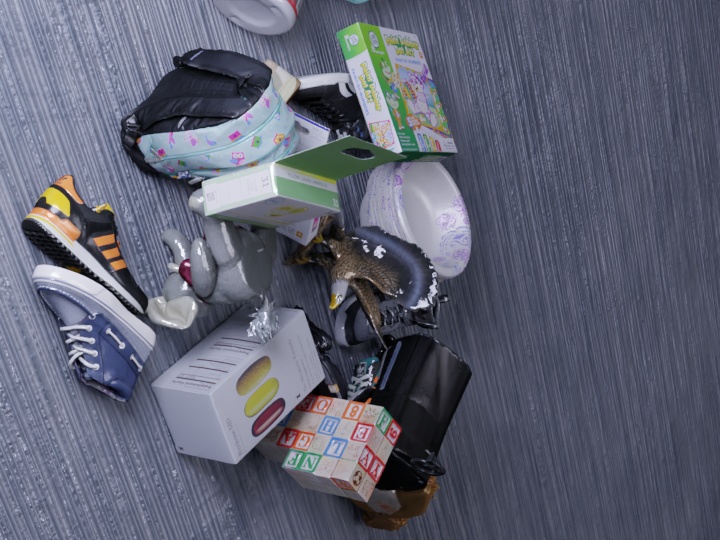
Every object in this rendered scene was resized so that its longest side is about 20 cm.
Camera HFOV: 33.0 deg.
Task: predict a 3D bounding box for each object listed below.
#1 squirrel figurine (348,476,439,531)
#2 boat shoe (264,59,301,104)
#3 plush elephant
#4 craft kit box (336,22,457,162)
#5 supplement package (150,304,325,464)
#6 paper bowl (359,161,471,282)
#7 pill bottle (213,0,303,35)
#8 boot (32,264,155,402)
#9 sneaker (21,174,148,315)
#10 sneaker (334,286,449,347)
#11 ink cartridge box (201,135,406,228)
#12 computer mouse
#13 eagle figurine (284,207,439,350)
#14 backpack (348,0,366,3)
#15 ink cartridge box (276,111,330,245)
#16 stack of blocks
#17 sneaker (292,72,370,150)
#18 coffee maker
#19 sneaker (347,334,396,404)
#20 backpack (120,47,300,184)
[{"bbox_3d":[0.058,0.298,1.902,0.200,0.141,0.187,86,16,-48],"label":"squirrel figurine"},{"bbox_3d":[-0.158,-0.194,1.607,0.065,0.072,0.200,38,70,-7],"label":"boat shoe"},{"bbox_3d":[-0.189,-0.003,1.521,0.165,0.154,0.201,-23,103,-61],"label":"plush elephant"},{"bbox_3d":[0.057,-0.258,1.790,0.200,0.048,0.198,-11,78,-62],"label":"craft kit box"},{"bbox_3d":[-0.157,0.145,1.596,0.200,0.109,0.114,-43,125,-42],"label":"supplement package"},{"bbox_3d":[0.075,-0.073,1.863,0.200,0.104,0.201,30,52,-46],"label":"paper bowl"},{"bbox_3d":[-0.110,-0.423,1.601,0.114,0.114,0.201,40,62,-47],"label":"pill bottle"},{"bbox_3d":[-0.314,0.076,1.410,0.200,0.073,0.091,45,53,-46],"label":"boot"},{"bbox_3d":[-0.301,-0.028,1.421,0.200,0.070,0.090,49,59,-41],"label":"sneaker"},{"bbox_3d":[0.053,0.065,1.863,0.200,0.113,0.076,-29,115,-48],"label":"sneaker"},{"bbox_3d":[-0.062,-0.098,1.406,0.145,0.199,0.048,9,71,-61],"label":"ink cartridge box"},{"bbox_3d":[-0.042,0.152,1.729,0.046,0.140,0.201,-19,113,-12],"label":"computer mouse"},{"bbox_3d":[-0.003,0.007,1.736,0.200,0.152,0.151,29,87,-13],"label":"eagle figurine"},{"bbox_3d":[0.023,-0.475,1.706,0.167,0.200,0.127,47,50,4],"label":"backpack"},{"bbox_3d":[-0.089,-0.131,1.600,0.037,0.094,0.200,-49,161,-43],"label":"ink cartridge box"},{"bbox_3d":[-0.058,0.235,1.661,0.059,0.199,0.115,53,55,-41],"label":"stack of blocks"},{"bbox_3d":[-0.035,-0.227,1.751,0.200,0.073,0.112,-15,103,-53],"label":"sneaker"},{"bbox_3d":[0.081,0.204,1.741,0.135,0.192,0.200,53,51,-41],"label":"coffee maker"},{"bbox_3d":[0.008,0.181,1.862,0.080,0.071,0.200,54,53,-21],"label":"sneaker"},{"bbox_3d":[-0.172,-0.181,1.471,0.127,0.199,0.167,55,51,-40],"label":"backpack"}]
